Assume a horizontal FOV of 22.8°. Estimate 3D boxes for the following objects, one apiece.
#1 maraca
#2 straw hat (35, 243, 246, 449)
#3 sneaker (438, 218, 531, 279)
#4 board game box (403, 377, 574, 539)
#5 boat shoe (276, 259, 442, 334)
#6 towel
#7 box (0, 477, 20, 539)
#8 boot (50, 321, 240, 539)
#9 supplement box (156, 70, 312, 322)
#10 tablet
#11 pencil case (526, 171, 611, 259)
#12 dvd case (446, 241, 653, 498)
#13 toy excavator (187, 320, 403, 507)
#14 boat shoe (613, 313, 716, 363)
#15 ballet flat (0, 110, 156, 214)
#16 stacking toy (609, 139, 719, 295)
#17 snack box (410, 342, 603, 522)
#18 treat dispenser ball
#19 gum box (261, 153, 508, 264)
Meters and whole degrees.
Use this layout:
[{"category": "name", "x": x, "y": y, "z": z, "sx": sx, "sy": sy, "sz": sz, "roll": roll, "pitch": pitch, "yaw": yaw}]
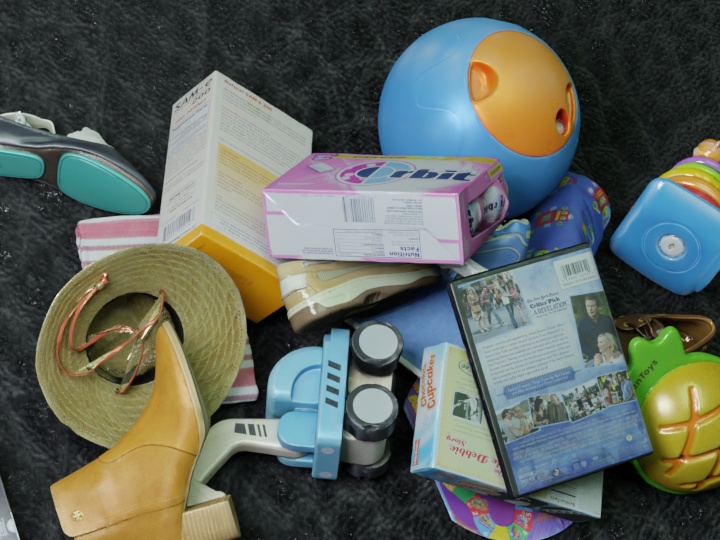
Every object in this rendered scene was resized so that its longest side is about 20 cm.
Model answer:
[{"category": "maraca", "x": 0.299, "y": 0.135, "z": 1.680, "sx": 0.200, "sy": 0.107, "sz": 0.137, "roll": 39, "pitch": 88, "yaw": -33}, {"category": "straw hat", "x": -0.205, "y": 0.053, "z": 1.555, "sx": 0.200, "sy": 0.203, "sz": 0.085, "roll": -19, "pitch": 26, "yaw": -28}, {"category": "sneaker", "x": 0.075, "y": -0.050, "z": 1.683, "sx": 0.199, "sy": 0.077, "sz": 0.076, "roll": 29, "pitch": 16, "yaw": 19}, {"category": "board game box", "x": 0.136, "y": 0.155, "z": 1.675, "sx": 0.157, "sy": 0.039, "sz": 0.201, "roll": -12, "pitch": 64, "yaw": -25}, {"category": "boat shoe", "x": 0.000, "y": 0.000, "z": 1.645, "sx": 0.199, "sy": 0.072, "sz": 0.077, "roll": -12, "pitch": 71, "yaw": -53}, {"category": "towel", "x": -0.180, "y": 0.038, "z": 1.647, "sx": 0.145, "sy": 0.030, "sz": 0.201, "roll": -3, "pitch": 62, "yaw": -22}, {"category": "box", "x": -0.357, "y": 0.234, "z": 1.449, "sx": 0.157, "sy": 0.048, "sz": 0.201, "roll": -12, "pitch": 64, "yaw": -24}, {"category": "boot", "x": -0.193, "y": 0.156, "z": 1.498, "sx": 0.143, "sy": 0.071, "sz": 0.203, "roll": -16, "pitch": 86, "yaw": -1}, {"category": "supplement box", "x": -0.117, "y": -0.070, "z": 1.671, "sx": 0.126, "sy": 0.073, "sz": 0.201, "roll": 31, "pitch": 44, "yaw": -31}, {"category": "tablet", "x": 0.081, "y": 0.057, "z": 1.707, "sx": 0.200, "sy": 0.014, "sz": 0.130, "roll": 36, "pitch": 51, "yaw": 22}, {"category": "pencil case", "x": 0.196, "y": -0.016, "z": 1.755, "sx": 0.077, "sy": 0.087, "sz": 0.200, "roll": -7, "pitch": 31, "yaw": 21}, {"category": "dvd case", "x": 0.169, "y": 0.088, "z": 1.596, "sx": 0.142, "sy": 0.018, "sz": 0.201, "roll": -15, "pitch": 86, "yaw": -16}, {"category": "toy excavator", "x": -0.067, "y": 0.140, "z": 1.595, "sx": 0.198, "sy": 0.100, "sz": 0.196, "roll": 5, "pitch": 58, "yaw": 0}, {"category": "boat shoe", "x": 0.267, "y": 0.070, "z": 1.727, "sx": 0.199, "sy": 0.068, "sz": 0.072, "roll": -5, "pitch": 61, "yaw": -42}, {"category": "ballet flat", "x": -0.284, "y": -0.111, "z": 1.677, "sx": 0.198, "sy": 0.073, "sz": 0.073, "roll": 14, "pitch": 56, "yaw": -7}, {"category": "stacking toy", "x": 0.349, "y": -0.078, "z": 1.872, "sx": 0.109, "sy": 0.116, "sz": 0.200, "roll": 32, "pitch": 41, "yaw": 1}, {"category": "snack box", "x": 0.138, "y": 0.149, "z": 1.621, "sx": 0.199, "sy": 0.037, "sz": 0.117, "roll": 20, "pitch": 66, "yaw": -31}, {"category": "treat dispenser ball", "x": 0.116, "y": -0.147, "z": 1.756, "sx": 0.199, "sy": 0.201, "sz": 0.202, "roll": 9, "pitch": 57, "yaw": -14}, {"category": "gum box", "x": 0.026, "y": -0.057, "z": 1.592, "sx": 0.199, "sy": 0.067, "sz": 0.113, "roll": 3, "pitch": 21, "yaw": 23}]
